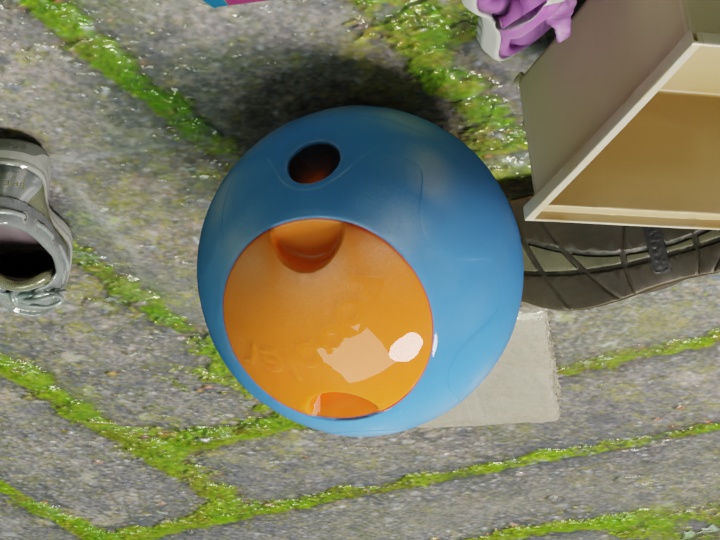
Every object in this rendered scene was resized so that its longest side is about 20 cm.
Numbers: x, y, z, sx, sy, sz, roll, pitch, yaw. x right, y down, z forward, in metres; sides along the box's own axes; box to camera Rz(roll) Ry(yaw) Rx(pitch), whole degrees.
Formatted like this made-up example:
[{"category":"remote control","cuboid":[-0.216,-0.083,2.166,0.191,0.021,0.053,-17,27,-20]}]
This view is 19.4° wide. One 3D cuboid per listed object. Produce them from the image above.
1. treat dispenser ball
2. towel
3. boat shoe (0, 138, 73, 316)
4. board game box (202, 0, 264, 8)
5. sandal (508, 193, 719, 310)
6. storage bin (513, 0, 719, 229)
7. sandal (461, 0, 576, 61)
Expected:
[{"category":"treat dispenser ball","cuboid":[0.000,0.000,1.289,0.200,0.202,0.201,0,153,0]},{"category":"towel","cuboid":[0.085,0.068,1.608,0.132,0.035,0.200,-4,152,6]},{"category":"boat shoe","cuboid":[-0.232,-0.015,1.410,0.074,0.065,0.202,3,153,-5]},{"category":"board game box","cuboid":[-0.035,-0.192,1.008,0.199,0.065,0.147,0,159,40]},{"category":"sandal","cuboid":[0.177,-0.025,1.401,0.199,0.082,0.055,-13,-173,4]},{"category":"storage bin","cuboid":[0.214,-0.107,1.173,0.198,0.094,0.200,3,154,-21]},{"category":"sandal","cuboid":[0.099,-0.145,1.102,0.082,0.050,0.203,-42,172,2]}]
